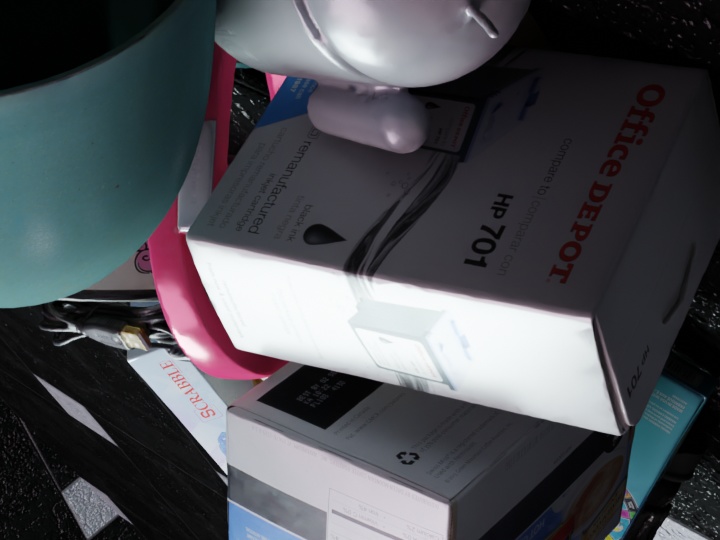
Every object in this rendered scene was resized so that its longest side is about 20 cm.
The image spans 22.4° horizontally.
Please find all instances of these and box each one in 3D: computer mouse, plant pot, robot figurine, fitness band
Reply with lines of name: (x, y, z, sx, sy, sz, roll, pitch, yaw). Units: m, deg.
computer mouse: (-0.084, 0.035, 1.087, 0.199, 0.044, 0.109, 11, 172, -44)
plant pot: (-0.153, -0.083, 0.751, 0.200, 0.201, 0.162, 32, 147, 23)
robot figurine: (-0.001, -0.136, 0.765, 0.199, 0.112, 0.171, 12, 114, 56)
fitness band: (-0.057, -0.046, 0.898, 0.037, 0.202, 0.144, -3, 160, 21)

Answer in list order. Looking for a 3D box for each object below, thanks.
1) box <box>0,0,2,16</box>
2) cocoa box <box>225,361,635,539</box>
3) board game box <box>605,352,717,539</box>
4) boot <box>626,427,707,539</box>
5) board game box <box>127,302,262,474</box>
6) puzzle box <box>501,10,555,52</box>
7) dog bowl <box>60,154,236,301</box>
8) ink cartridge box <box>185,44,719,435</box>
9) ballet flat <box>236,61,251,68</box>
box: (-0.212, -0.191, 0.914, 0.198, 0.130, 0.202, 28, 130, 30)
cocoa box: (0.040, 0.101, 0.923, 0.133, 0.200, 0.132, 20, 124, 29)
board game box: (0.093, 0.113, 1.061, 0.150, 0.201, 0.047, 31, -161, 13)
boot: (0.096, 0.126, 1.131, 0.210, 0.159, 0.079, 33, -158, 18)
board game box: (-0.102, 0.041, 1.334, 0.041, 0.201, 0.200, -18, 136, 17)
puzzle box: (0.030, -0.108, 0.925, 0.199, 0.025, 0.133, 17, 152, 52)
dog bowl: (-0.129, -0.029, 1.072, 0.198, 0.075, 0.200, 1, -174, 0)
ink cartridge box: (0.047, -0.025, 0.812, 0.198, 0.147, 0.086, 10, 144, 29)
ballet flat: (-0.122, -0.170, 1.036, 0.199, 0.071, 0.071, 24, 158, 37)
